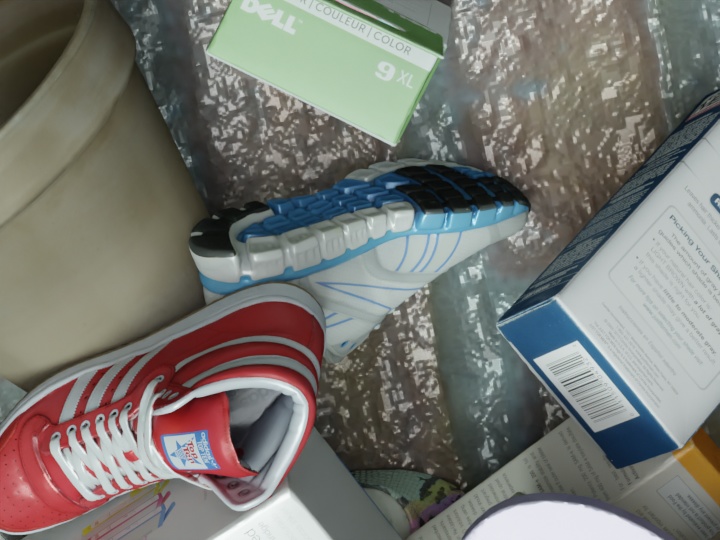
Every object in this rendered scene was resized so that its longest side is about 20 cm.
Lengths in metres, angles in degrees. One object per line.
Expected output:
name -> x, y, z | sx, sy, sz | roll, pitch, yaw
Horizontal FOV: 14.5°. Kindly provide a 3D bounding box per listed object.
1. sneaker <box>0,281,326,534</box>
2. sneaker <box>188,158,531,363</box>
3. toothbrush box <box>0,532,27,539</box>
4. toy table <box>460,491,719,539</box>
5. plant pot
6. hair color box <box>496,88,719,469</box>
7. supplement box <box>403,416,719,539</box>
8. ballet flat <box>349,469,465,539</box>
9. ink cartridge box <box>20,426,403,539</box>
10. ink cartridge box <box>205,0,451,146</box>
sneaker -> -0.105, 0.085, 1.360 | 0.200, 0.112, 0.071 | -31, 113, 12
sneaker -> 0.000, 0.000, 1.462 | 0.200, 0.075, 0.087 | -15, 118, -29
toothbrush box -> -0.258, 0.194, 1.529 | 0.200, 0.086, 0.146 | -40, 99, 10
toy table -> 0.130, 0.184, 1.366 | 0.184, 0.117, 0.200 | -32, 92, 8
plant pot -> -0.162, -0.024, 1.442 | 0.200, 0.200, 0.174 | -35, 116, 8
hair color box -> 0.169, -0.003, 1.430 | 0.100, 0.061, 0.200 | 50, 58, -8
supplement box -> 0.111, 0.158, 1.492 | 0.200, 0.074, 0.126 | -37, 131, 8
ballet flat -> -0.038, 0.140, 1.516 | 0.200, 0.071, 0.069 | 1, 86, 1
ink cartridge box -> -0.085, 0.176, 1.415 | 0.200, 0.125, 0.129 | -34, 113, 9
ink cartridge box -> -0.014, -0.115, 1.397 | 0.104, 0.200, 0.059 | 26, 102, -3
